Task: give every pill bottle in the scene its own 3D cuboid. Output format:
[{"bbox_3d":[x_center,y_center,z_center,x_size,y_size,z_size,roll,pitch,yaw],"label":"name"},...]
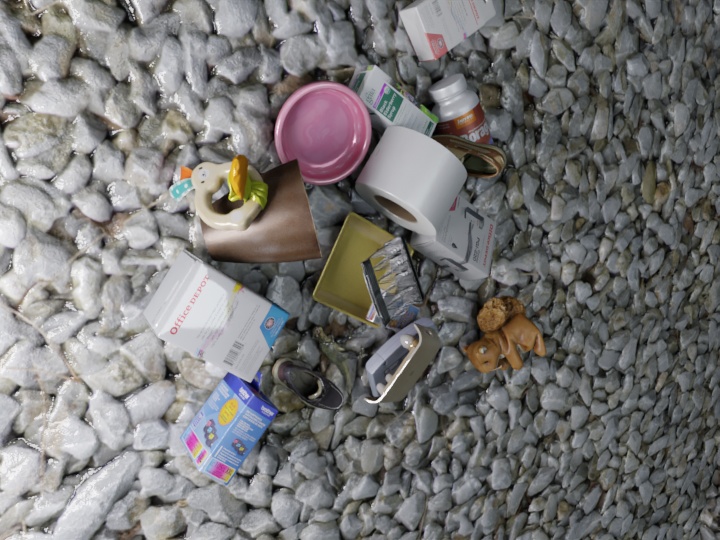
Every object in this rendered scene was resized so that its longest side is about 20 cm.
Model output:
[{"bbox_3d":[0.226,-0.329,1.300,0.112,0.112,0.202,-37,117,-19],"label":"pill bottle"}]

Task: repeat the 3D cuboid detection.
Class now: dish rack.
[{"bbox_3d":[0.065,0.022,1.185,0.156,0.054,0.200,69,23,-7],"label":"dish rack"}]

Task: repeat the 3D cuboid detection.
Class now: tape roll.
[{"bbox_3d":[0.105,-0.184,1.205,0.202,0.202,0.141,36,82,-32],"label":"tape roll"}]

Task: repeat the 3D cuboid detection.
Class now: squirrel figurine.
[{"bbox_3d":[0.353,0.166,1.497,0.184,0.141,0.204,-17,95,-16],"label":"squirrel figurine"}]

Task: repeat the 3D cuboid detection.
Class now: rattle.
[{"bbox_3d":[-0.262,-0.154,0.958,0.132,0.198,0.143,-61,162,3],"label":"rattle"}]

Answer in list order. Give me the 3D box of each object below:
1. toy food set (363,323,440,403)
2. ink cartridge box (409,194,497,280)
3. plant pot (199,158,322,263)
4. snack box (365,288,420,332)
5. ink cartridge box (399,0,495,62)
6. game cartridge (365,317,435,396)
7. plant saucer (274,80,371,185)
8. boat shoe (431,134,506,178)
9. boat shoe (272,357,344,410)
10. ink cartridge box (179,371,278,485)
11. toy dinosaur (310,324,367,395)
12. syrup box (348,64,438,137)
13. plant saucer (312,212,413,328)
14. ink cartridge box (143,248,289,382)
[{"bbox_3d":[0.094,0.213,1.300,0.201,0.060,0.143,-55,154,5],"label":"toy food set"},{"bbox_3d":[0.222,-0.083,1.347,0.199,0.084,0.148,30,65,-35],"label":"ink cartridge box"},{"bbox_3d":[-0.188,-0.090,1.070,0.196,0.187,0.190,-15,110,-4],"label":"plant pot"},{"bbox_3d":[0.077,0.097,1.304,0.199,0.024,0.073,29,84,-59],"label":"snack box"},{"bbox_3d":[0.193,-0.559,1.256,0.199,0.067,0.118,-39,118,-17],"label":"ink cartridge box"},{"bbox_3d":[0.097,0.201,1.357,0.199,0.041,0.135,-36,135,-21],"label":"game cartridge"},{"bbox_3d":[-0.076,-0.272,1.138,0.197,0.051,0.204,-12,123,-19],"label":"plant saucer"},{"bbox_3d":[0.214,-0.243,1.247,0.074,0.196,0.077,-60,153,-49],"label":"boat shoe"},{"bbox_3d":[-0.104,0.256,1.253,0.200,0.064,0.072,42,77,-32],"label":"boat shoe"},{"bbox_3d":[-0.248,0.288,1.129,0.076,0.136,0.201,44,77,-34],"label":"ink cartridge box"},{"bbox_3d":[-0.039,0.181,1.290,0.087,0.047,0.202,-32,117,-6],"label":"toy dinosaur"},{"bbox_3d":[0.063,-0.337,1.216,0.199,0.081,0.080,29,83,-34],"label":"syrup box"},{"bbox_3d":[0.000,0.000,1.272,0.198,0.048,0.203,27,86,-33],"label":"plant saucer"},{"bbox_3d":[-0.267,0.081,1.066,0.199,0.145,0.148,35,83,-32],"label":"ink cartridge box"}]
